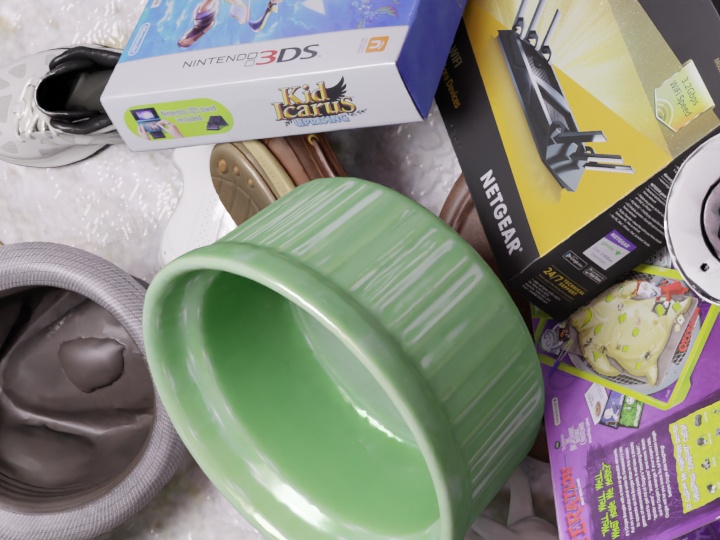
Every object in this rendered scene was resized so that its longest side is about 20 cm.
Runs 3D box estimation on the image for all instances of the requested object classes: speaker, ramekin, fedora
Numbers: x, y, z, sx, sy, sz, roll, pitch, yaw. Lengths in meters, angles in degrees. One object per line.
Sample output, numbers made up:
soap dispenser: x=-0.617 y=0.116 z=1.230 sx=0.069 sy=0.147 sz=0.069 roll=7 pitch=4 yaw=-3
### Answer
speaker: x=0.209 y=-0.018 z=0.968 sx=0.081 sy=0.200 sz=0.082 roll=-2 pitch=86 yaw=28
ramekin: x=-0.004 y=0.052 z=1.028 sx=0.199 sy=0.098 sz=0.201 roll=31 pitch=143 yaw=27
fedora: x=-0.178 y=0.065 z=1.222 sx=0.199 sy=0.090 sz=0.178 roll=-28 pitch=95 yaw=23

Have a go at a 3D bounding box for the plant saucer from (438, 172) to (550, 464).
plant saucer: x=0.117 y=0.005 z=1.112 sx=0.199 sy=0.034 sz=0.202 roll=-3 pitch=85 yaw=29

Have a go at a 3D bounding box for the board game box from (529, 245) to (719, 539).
board game box: x=0.143 y=0.054 z=1.003 sx=0.119 sy=0.032 sz=0.201 roll=-25 pitch=42 yaw=22

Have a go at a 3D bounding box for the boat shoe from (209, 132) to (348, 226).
boat shoe: x=0.000 y=0.000 z=1.131 sx=0.201 sy=0.067 sz=0.072 roll=56 pitch=154 yaw=-2

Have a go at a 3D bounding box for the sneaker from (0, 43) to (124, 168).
sneaker: x=-0.179 y=-0.108 z=1.234 sx=0.199 sy=0.115 sz=0.076 roll=-4 pitch=85 yaw=28

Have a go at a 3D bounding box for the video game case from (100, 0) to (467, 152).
video game case: x=-0.027 y=-0.157 z=1.133 sx=0.180 sy=0.046 sz=0.201 roll=-4 pitch=47 yaw=27

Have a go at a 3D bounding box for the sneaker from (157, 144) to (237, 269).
sneaker: x=-0.072 y=0.010 z=1.200 sx=0.099 sy=0.078 sz=0.202 roll=-11 pitch=73 yaw=35

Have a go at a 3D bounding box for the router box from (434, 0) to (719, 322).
router box: x=0.120 y=-0.098 z=1.064 sx=0.157 sy=0.052 sz=0.201 roll=-38 pitch=45 yaw=21

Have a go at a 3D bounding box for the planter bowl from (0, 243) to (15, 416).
planter bowl: x=-0.303 y=0.058 z=1.308 sx=0.199 sy=0.083 sz=0.203 roll=-3 pitch=84 yaw=28

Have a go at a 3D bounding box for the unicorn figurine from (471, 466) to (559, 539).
unicorn figurine: x=0.069 y=0.162 z=1.112 sx=0.138 sy=0.074 sz=0.200 roll=48 pitch=123 yaw=13
